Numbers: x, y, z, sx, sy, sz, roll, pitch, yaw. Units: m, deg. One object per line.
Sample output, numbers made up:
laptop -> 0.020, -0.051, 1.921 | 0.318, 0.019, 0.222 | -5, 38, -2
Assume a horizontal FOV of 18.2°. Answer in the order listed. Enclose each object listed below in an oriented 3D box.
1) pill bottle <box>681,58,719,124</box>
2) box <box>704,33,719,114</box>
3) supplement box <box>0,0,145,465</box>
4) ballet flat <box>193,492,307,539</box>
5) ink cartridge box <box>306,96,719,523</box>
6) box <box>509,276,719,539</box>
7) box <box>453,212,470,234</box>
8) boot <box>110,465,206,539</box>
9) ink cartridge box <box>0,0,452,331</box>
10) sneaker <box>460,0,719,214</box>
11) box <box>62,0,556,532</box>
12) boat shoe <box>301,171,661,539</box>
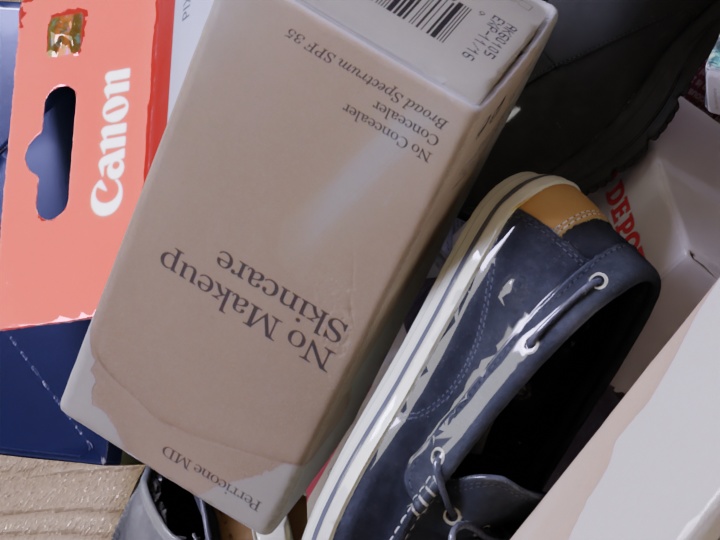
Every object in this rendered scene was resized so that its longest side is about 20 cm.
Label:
pill bottle -> 0.118, -0.110, 0.902 | 0.200, 0.114, 0.114 | -50, 23, 15
box -> 0.211, -0.115, 0.700 | 0.201, 0.143, 0.036 | -63, -17, -17
supplement box -> -0.137, -0.012, 1.073 | 0.200, 0.133, 0.202 | 17, -101, -75
ballet flat -> -0.035, 0.098, 0.914 | 0.073, 0.073, 0.202 | -29, 64, 48
ink cartridge box -> 0.071, 0.041, 0.836 | 0.200, 0.084, 0.145 | -46, 24, 23
box -> 0.120, 0.078, 0.678 | 0.200, 0.095, 0.078 | -51, 24, 9
box -> 0.000, 0.000, 1.043 | 0.162, 0.049, 0.201 | -58, 18, 32
boot -> -0.108, 0.189, 0.990 | 0.200, 0.072, 0.182 | -54, 21, 29
ink cartridge box -> -0.060, -0.066, 0.899 | 0.198, 0.057, 0.164 | -5, 65, 14
sneaker -> 0.091, -0.102, 0.780 | 0.200, 0.091, 0.076 | -42, 27, 11
box -> -0.021, -0.017, 0.759 | 0.078, 0.095, 0.201 | -52, -11, -51
boat shoe -> 0.035, 0.068, 0.728 | 0.062, 0.074, 0.201 | 32, 102, 30
